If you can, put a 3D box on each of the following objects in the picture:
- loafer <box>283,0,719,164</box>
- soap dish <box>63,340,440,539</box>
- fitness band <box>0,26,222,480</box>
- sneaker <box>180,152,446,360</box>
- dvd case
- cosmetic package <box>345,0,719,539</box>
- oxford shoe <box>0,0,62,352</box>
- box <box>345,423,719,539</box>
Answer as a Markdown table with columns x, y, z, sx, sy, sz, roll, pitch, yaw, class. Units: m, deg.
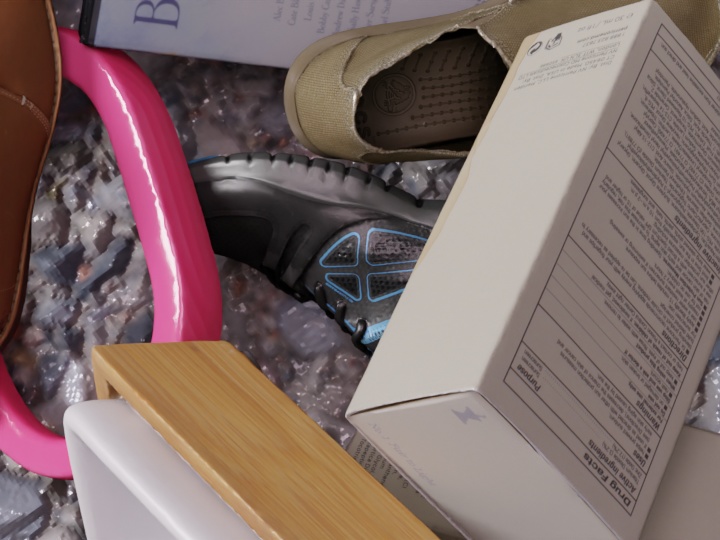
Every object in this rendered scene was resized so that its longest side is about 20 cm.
| x | y | z | sx | sy | sz | roll | pitch | yaw | class |
| --- | --- | --- | --- | --- | --- | --- | --- | --- | --- |
| 0.069 | -0.082 | 1.081 | 0.200 | 0.067 | 0.076 | -18 | 113 | -6 | loafer |
| -0.030 | 0.130 | 0.995 | 0.081 | 0.157 | 0.200 | -27 | 45 | -23 | soap dish |
| -0.133 | -0.008 | 1.098 | 0.144 | 0.037 | 0.200 | -27 | 73 | 29 | fitness band |
| 0.000 | 0.000 | 1.090 | 0.200 | 0.073 | 0.082 | 10 | 83 | 12 | sneaker |
| -0.011 | -0.153 | 1.079 | 0.200 | 0.018 | 0.143 | 5 | 112 | -16 | dvd case |
| 0.084 | 0.004 | 0.986 | 0.073 | 0.104 | 0.200 | -12 | 40 | 45 | cosmetic package |
| -0.161 | -0.060 | 1.049 | 0.071 | 0.071 | 0.200 | 0 | 89 | 0 | oxford shoe |
| 0.095 | 0.101 | 1.030 | 0.200 | 0.068 | 0.082 | 17 | 61 | 21 | box |
